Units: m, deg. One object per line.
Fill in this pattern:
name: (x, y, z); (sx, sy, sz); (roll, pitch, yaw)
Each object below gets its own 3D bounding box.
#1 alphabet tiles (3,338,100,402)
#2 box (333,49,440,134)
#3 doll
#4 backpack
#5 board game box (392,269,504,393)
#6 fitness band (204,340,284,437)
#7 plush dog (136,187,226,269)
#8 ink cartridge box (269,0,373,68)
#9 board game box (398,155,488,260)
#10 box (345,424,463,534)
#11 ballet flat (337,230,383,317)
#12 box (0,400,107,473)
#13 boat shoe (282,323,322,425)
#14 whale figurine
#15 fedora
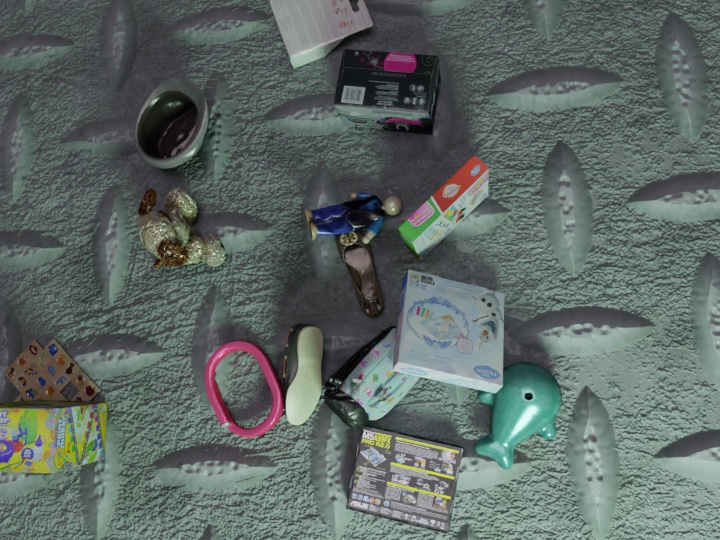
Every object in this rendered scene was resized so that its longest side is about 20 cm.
alphabet tiles: (-0.687, 0.255, 1.431); (0.200, 0.008, 0.167); (42, 88, 15)
box: (0.060, -0.371, 1.373); (0.200, 0.115, 0.132); (8, 82, 12)
doll: (-0.009, -0.111, 1.352); (0.200, 0.048, 0.137); (-15, 55, -10)
backpack: (0.030, 0.205, 1.253); (0.127, 0.167, 0.200); (45, 75, 6)
board game box: (0.169, 0.112, 1.228); (0.200, 0.043, 0.199); (14, 56, -6)
fitness band: (-0.238, 0.240, 1.336); (0.144, 0.037, 0.200); (-30, 71, 3)
plush dog: (-0.401, -0.072, 1.361); (0.160, 0.172, 0.200); (-35, 76, 2)
ink cartridge box: (-0.087, -0.568, 1.475); (0.200, 0.050, 0.161); (-20, 76, 1)
board game box: (0.167, -0.117, 1.284); (0.200, 0.153, 0.040); (-44, 74, -2)
box: (0.085, 0.396, 1.252); (0.200, 0.044, 0.160); (9, 80, 11)
ballet flat: (0.000, 0.000, 1.343); (0.067, 0.046, 0.200); (-18, 76, 5)
box: (-0.648, 0.326, 1.308); (0.200, 0.193, 0.122); (-1, 82, 7)
boat shoe: (-0.120, 0.207, 1.318); (0.074, 0.063, 0.202); (6, 92, -32)
whale figurine: (0.289, 0.266, 1.211); (0.159, 0.104, 0.200); (31, 84, 14)
fedora: (-0.405, -0.314, 1.452); (0.177, 0.090, 0.200); (25, 90, 15)
